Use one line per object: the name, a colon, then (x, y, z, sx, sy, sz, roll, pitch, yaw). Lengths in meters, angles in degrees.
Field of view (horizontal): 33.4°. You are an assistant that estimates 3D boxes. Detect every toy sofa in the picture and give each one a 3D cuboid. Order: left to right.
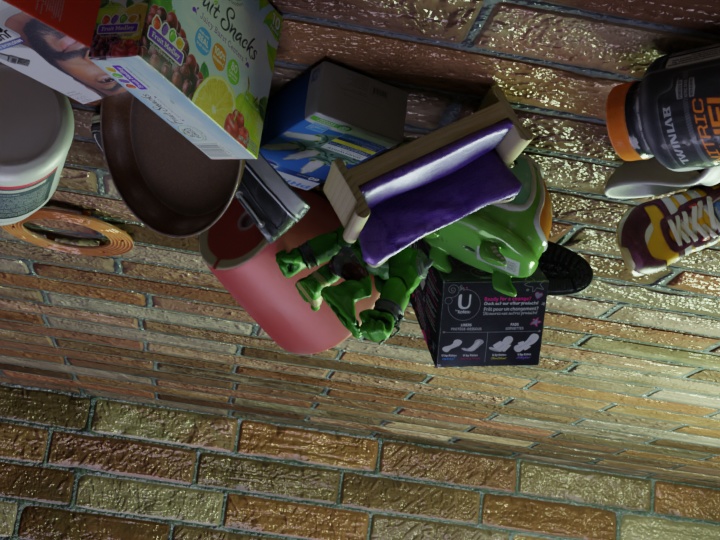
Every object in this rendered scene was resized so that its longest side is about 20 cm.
toy sofa: (0.071, -0.091, 1.177, 0.199, 0.098, 0.083, -26, 170, -16)

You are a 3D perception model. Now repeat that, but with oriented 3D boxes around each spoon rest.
spoon rest: (0.325, -0.104, 1.234, 0.099, 0.061, 0.200, -2, 165, -18)

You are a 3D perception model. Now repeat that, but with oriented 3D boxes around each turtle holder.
turtle holder: (0.124, -0.068, 1.318, 0.185, 0.132, 0.141, 15, 163, 40)

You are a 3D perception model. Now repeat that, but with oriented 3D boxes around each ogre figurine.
ogre figurine: (0.000, 0.000, 1.339, 0.098, 0.120, 0.200, 57, 164, -21)

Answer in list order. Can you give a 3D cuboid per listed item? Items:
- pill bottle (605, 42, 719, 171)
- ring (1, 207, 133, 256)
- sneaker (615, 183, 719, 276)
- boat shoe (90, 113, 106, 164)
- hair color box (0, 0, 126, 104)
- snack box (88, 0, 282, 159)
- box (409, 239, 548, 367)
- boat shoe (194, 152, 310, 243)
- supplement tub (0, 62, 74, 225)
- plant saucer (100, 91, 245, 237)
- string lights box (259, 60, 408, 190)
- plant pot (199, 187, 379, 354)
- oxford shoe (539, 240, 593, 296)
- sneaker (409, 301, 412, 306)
pill bottle: (0.316, -0.144, 1.041, 0.199, 0.107, 0.106, -7, 158, 39)
ring: (-0.435, -0.061, 1.780, 0.199, 0.019, 0.201, 7, 164, 2)
sneaker: (0.352, -0.053, 1.287, 0.090, 0.075, 0.200, -17, -172, 46)
boat shoe: (-0.264, -0.123, 1.422, 0.071, 0.065, 0.200, 5, 162, 12)
hair color box: (-0.294, -0.228, 1.099, 0.110, 0.064, 0.200, -8, 159, 40)
snack box: (-0.138, -0.196, 0.999, 0.053, 0.143, 0.200, 1, 163, 23)
box: (0.139, 0.021, 1.460, 0.131, 0.115, 0.200, -1, -156, -8)
boat shoe: (-0.141, -0.113, 1.231, 0.199, 0.068, 0.074, 47, -178, 1)
supplement tub: (-0.392, -0.135, 1.308, 0.139, 0.141, 0.200, 12, 162, -17)
plant saucer: (-0.179, -0.134, 1.179, 0.199, 0.202, 0.034, -7, -174, 40)
string lights box: (-0.047, -0.148, 1.261, 0.102, 0.059, 0.200, 16, 161, -28)
plant pot: (-0.093, -0.021, 1.502, 0.199, 0.201, 0.177, -6, 148, 37)
oxford shoe: (0.230, -0.001, 1.619, 0.199, 0.073, 0.084, 10, 171, 38)
sneaker: (0.094, 0.027, 1.740, 0.199, 0.080, 0.078, 2, 163, 18)
